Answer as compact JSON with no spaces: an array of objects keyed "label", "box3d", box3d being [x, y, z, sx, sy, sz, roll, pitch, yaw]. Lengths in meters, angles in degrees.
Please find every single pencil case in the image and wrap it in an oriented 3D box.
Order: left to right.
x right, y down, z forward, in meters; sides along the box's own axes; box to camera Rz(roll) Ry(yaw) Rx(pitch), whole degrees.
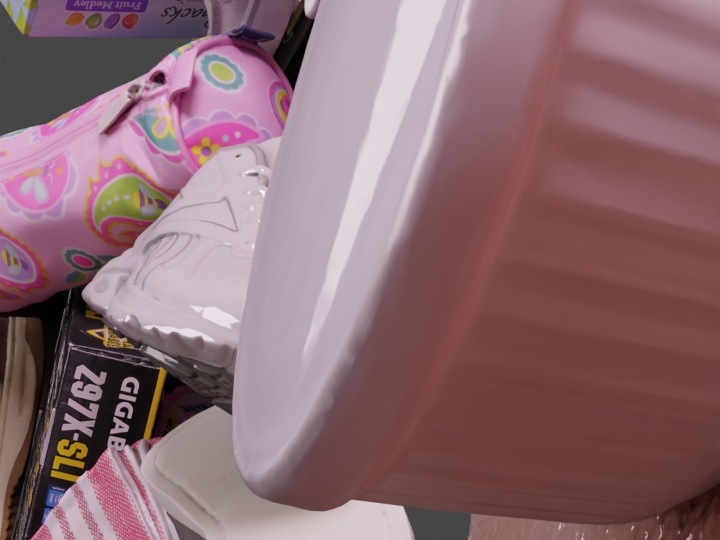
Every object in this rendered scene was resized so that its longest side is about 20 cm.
[{"label":"pencil case","box3d":[-0.114,-0.042,0.911,0.199,0.087,0.088,-19,50,42]}]

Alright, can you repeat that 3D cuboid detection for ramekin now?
[{"label":"ramekin","box3d":[0.043,-0.037,0.440,0.202,0.094,0.203,-164,90,-81]}]

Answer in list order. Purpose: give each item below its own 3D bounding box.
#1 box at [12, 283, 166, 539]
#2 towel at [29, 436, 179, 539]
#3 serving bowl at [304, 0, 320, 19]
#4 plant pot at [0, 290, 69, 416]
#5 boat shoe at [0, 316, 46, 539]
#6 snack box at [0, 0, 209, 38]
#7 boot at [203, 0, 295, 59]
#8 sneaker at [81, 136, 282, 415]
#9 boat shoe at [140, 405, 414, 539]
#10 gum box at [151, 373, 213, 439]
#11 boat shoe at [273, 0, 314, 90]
[{"label":"box","box3d":[-0.133,0.089,0.972,0.200,0.049,0.161,-119,41,-77]},{"label":"towel","box3d":[-0.106,0.180,0.820,0.200,0.030,0.147,-49,58,34]},{"label":"serving bowl","box3d":[0.034,-0.190,0.798,0.200,0.065,0.201,-167,90,-83]},{"label":"plant pot","box3d":[-0.164,0.013,1.370,0.200,0.186,0.188,61,-137,-83]},{"label":"boat shoe","box3d":[-0.205,0.117,1.016,0.073,0.064,0.201,-158,80,-79]},{"label":"snack box","box3d":[-0.098,-0.173,1.007,0.142,0.199,0.053,54,135,38]},{"label":"boot","box3d":[-0.065,-0.160,0.866,0.200,0.095,0.074,112,170,-51]},{"label":"sneaker","box3d":[-0.039,-0.005,0.712,0.100,0.078,0.200,-56,22,-5]},{"label":"boat shoe","box3d":[-0.020,0.102,0.679,0.060,0.072,0.202,64,169,-22]},{"label":"gum box","box3d":[-0.086,0.090,1.049,0.200,0.066,0.114,-102,28,-69]},{"label":"boat shoe","box3d":[-0.027,-0.050,0.931,0.060,0.072,0.201,123,166,-69]}]
